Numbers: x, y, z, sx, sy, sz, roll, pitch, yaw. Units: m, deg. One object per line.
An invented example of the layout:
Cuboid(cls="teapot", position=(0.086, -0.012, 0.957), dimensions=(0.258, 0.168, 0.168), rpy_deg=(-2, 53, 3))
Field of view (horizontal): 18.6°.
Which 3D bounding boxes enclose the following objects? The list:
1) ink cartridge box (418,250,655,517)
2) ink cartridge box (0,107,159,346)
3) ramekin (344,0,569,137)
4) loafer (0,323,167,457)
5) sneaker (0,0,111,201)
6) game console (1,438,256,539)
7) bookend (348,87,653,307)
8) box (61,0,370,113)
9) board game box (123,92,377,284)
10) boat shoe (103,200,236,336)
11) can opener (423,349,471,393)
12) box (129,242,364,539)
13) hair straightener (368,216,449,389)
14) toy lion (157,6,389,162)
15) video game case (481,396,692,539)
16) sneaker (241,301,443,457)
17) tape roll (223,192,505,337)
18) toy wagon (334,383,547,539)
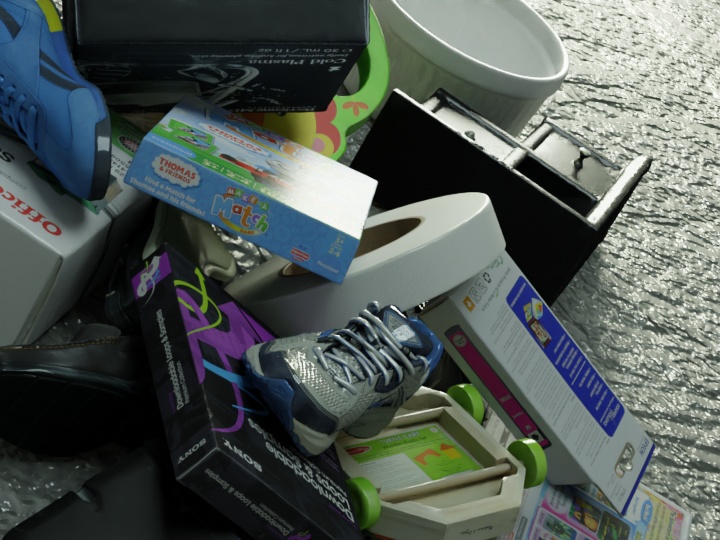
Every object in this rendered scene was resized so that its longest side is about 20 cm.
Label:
Cuboid(cls="ink cartridge box", position=(0.126, 0.077, 1.534), dimensions=(0.200, 0.037, 0.095), rpy_deg=(50, 35, -8))
Cuboid(cls="ink cartridge box", position=(-0.225, -0.049, 1.441), dimensions=(0.145, 0.085, 0.200), rpy_deg=(33, 27, 3))
Cuboid(cls="ramekin", position=(0.075, -0.185, 1.935), dimensions=(0.199, 0.105, 0.201), rpy_deg=(23, 29, -14))
Cuboid(cls="loafer", position=(-0.161, 0.067, 1.326), dimensions=(0.199, 0.073, 0.073), rpy_deg=(15, 41, -48))
Cuboid(cls="sneaker", position=(-0.214, -0.109, 1.398), dimensions=(0.078, 0.066, 0.201), rpy_deg=(-2, 39, -27))
Cuboid(cls="game console", position=(-0.082, 0.206, 1.243), dimensions=(0.175, 0.117, 0.200), rpy_deg=(-32, 61, -26))
Cuboid(cls="bookend", position=(0.119, -0.083, 1.826), dimensions=(0.198, 0.092, 0.200), rpy_deg=(35, 27, 7))
Cuboid(cls="box", position=(-0.107, -0.190, 1.534), dimensions=(0.198, 0.125, 0.197), rpy_deg=(-1, -8, -9))
Cuboid(cls="board game box", position=(-0.067, -0.058, 1.449), dimensions=(0.150, 0.037, 0.200), rpy_deg=(25, 12, -2))
Cuboid(cls="boat shoe", position=(-0.131, 0.004, 1.465), dimensions=(0.075, 0.066, 0.200), rpy_deg=(48, 11, -12))
Cuboid(cls="can opener", position=(0.067, 0.032, 1.622), dimensions=(0.066, 0.053, 0.200), rpy_deg=(-17, 27, 5))
Cuboid(cls="box", position=(-0.066, 0.087, 1.300), dimensions=(0.143, 0.036, 0.201), rpy_deg=(42, 18, -35))
Cuboid(cls="hair straightener", position=(0.019, 0.016, 1.584), dimensions=(0.041, 0.077, 0.201), rpy_deg=(18, 30, -31))
Cuboid(cls="toy lion", position=(-0.066, -0.134, 1.672), dimensions=(0.198, 0.069, 0.193), rpy_deg=(-14, 74, -24))
Cuboid(cls="video game case", position=(0.137, 0.176, 1.501), dimensions=(0.181, 0.024, 0.200), rpy_deg=(32, 27, 0))
Cuboid(cls="sneaker", position=(-0.005, 0.054, 1.327), dimensions=(0.077, 0.085, 0.200), rpy_deg=(54, 16, 9))
Cuboid(cls="tape roll", position=(0.000, 0.000, 1.485), dimensions=(0.203, 0.201, 0.037), rpy_deg=(-41, 112, -61))
Cuboid(cls="toy wagon", position=(0.021, 0.111, 1.448), dimensions=(0.154, 0.040, 0.200), rpy_deg=(-8, 35, -37))
